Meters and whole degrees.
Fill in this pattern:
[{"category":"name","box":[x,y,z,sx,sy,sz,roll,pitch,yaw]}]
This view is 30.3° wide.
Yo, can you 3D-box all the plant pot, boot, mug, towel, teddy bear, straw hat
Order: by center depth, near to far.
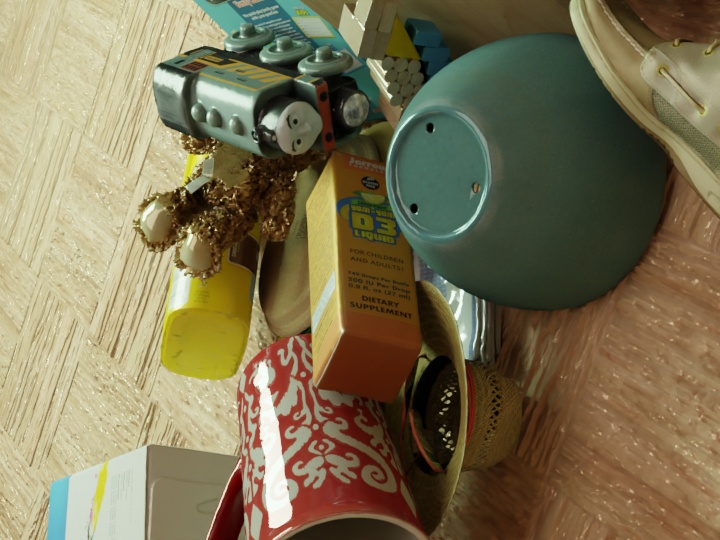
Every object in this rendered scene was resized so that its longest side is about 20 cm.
[{"category":"boot","box":[0.237,-0.139,0.822,0.201,0.072,0.155,52,123,13]},{"category":"plant pot","box":[0.094,-0.068,0.933,0.198,0.134,0.204,4,96,42]},{"category":"mug","box":[-0.049,0.155,0.965,0.201,0.175,0.135,-106,1,-52]},{"category":"straw hat","box":[0.074,0.108,0.994,0.201,0.084,0.205,-175,90,-70]},{"category":"towel","box":[0.046,0.023,1.112,0.199,0.024,0.149,-17,65,51]},{"category":"teddy bear","box":[-0.110,-0.077,1.182,0.143,0.067,0.202,13,61,24]}]

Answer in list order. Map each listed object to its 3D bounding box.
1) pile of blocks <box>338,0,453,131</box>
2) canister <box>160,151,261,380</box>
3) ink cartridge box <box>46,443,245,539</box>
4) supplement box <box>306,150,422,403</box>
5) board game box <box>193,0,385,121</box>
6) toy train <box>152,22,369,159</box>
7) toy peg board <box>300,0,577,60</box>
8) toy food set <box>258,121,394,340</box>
[{"category":"pile of blocks","box":[0.044,-0.152,1.045,0.081,0.201,0.062,-28,42,-2]},{"category":"canister","box":[-0.136,-0.016,1.263,0.149,0.085,0.203,114,164,-59]},{"category":"ink cartridge box","box":[-0.188,0.260,1.249,0.199,0.145,0.148,-26,58,48]},{"category":"supplement box","box":[0.000,0.000,1.006,0.202,0.065,0.069,-96,23,-47]},{"category":"board game box","box":[-0.047,-0.212,1.164,0.150,0.200,0.047,1,54,54]},{"category":"toy train","box":[-0.083,-0.142,1.097,0.199,0.113,0.086,25,133,44]},{"category":"toy peg board","box":[0.078,-0.231,1.024,0.198,0.199,0.099,-10,53,52]},{"category":"toy food set","box":[-0.031,-0.032,1.193,0.197,0.048,0.203,-30,43,54]}]
